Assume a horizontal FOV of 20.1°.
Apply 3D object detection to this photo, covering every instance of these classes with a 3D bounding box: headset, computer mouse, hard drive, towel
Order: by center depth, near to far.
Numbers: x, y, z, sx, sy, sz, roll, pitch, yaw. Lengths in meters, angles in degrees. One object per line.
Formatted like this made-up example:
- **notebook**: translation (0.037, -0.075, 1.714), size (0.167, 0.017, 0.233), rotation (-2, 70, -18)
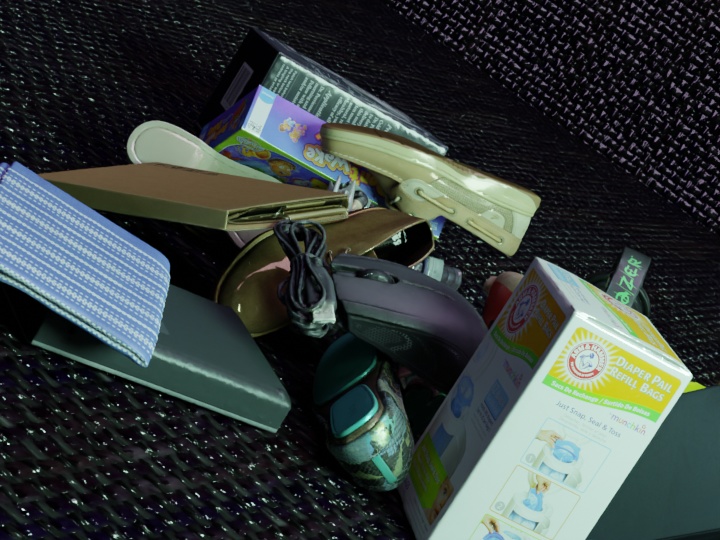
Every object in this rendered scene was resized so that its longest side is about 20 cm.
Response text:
- **towel**: translation (-0.196, -0.006, 1.367), size (0.144, 0.024, 0.200), rotation (32, 15, -11)
- **hard drive**: translation (-0.153, 0.038, 1.411), size (0.199, 0.033, 0.140), rotation (23, 16, -32)
- **computer mouse**: translation (0.030, 0.029, 1.496), size (0.199, 0.053, 0.139), rotation (30, 24, -24)
- **headset**: translation (0.180, 0.056, 1.673), size (0.094, 0.200, 0.124), rotation (24, 57, 7)

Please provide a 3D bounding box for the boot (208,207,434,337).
- **boot**: translation (-0.028, -0.004, 1.578), size (0.199, 0.074, 0.075), rotation (-26, 16, -34)

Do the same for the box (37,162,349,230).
- **box**: translation (-0.134, -0.058, 1.586), size (0.199, 0.021, 0.163), rotation (11, 12, 32)

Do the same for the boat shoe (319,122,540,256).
- **boat shoe**: translation (0.052, -0.068, 1.701), size (0.199, 0.065, 0.071), rotation (21, 8, -13)

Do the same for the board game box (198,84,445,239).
- **board game box**: translation (-0.037, -0.078, 1.777), size (0.199, 0.045, 0.134), rotation (28, -22, -17)

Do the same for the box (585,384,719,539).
- **box**: translation (0.252, 0.160, 1.502), size (0.182, 0.199, 0.105), rotation (16, 65, -49)

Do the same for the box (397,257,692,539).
- **box**: translation (0.123, 0.110, 1.410), size (0.101, 0.201, 0.113), rotation (27, 14, -18)

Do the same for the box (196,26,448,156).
- **box**: translation (-0.042, -0.135, 2.028), size (0.196, 0.124, 0.200), rotation (30, 7, -17)

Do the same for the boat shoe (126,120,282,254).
- **boat shoe**: translation (-0.115, -0.053, 1.741), size (0.199, 0.072, 0.060), rotation (32, -25, 3)

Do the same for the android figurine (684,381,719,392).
- **android figurine**: translation (0.232, 0.120, 1.610), size (0.200, 0.181, 0.041), rotation (24, 58, -51)

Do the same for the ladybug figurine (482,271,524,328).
- **ladybug figurine**: translation (0.183, 0.082, 1.867), size (0.200, 0.072, 0.136), rotation (42, -11, 17)

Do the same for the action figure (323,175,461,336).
- **action figure**: translation (0.000, 0.000, 1.702), size (0.069, 0.131, 0.200), rotation (11, -13, 39)

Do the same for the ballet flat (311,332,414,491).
- **ballet flat**: translation (0.005, 0.107, 1.483), size (0.074, 0.074, 0.200), rotation (29, 16, -10)

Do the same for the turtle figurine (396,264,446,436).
- **turtle figurine**: translation (0.073, 0.081, 1.624), size (0.149, 0.101, 0.200), rotation (21, 29, -7)
